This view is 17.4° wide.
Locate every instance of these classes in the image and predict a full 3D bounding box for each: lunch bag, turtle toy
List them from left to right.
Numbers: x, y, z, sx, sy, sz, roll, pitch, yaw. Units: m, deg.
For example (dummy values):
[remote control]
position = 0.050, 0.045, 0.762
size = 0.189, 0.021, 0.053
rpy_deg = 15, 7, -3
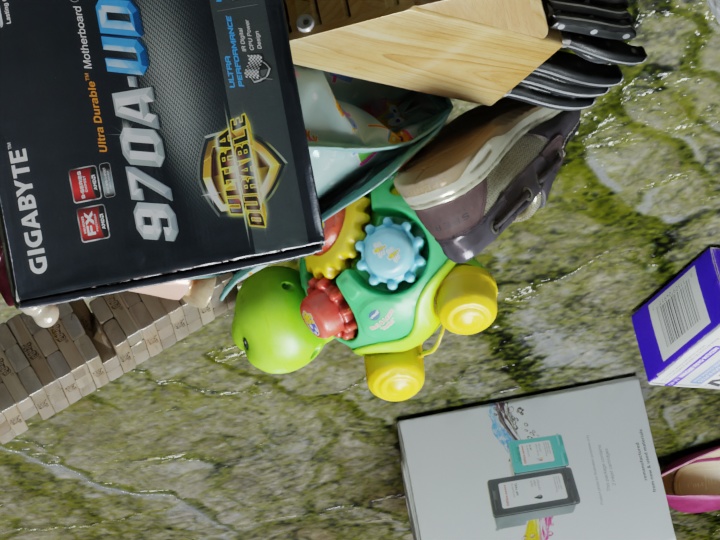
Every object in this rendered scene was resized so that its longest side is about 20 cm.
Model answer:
[lunch bag]
position = -0.066, -0.068, 1.329
size = 0.199, 0.123, 0.170
rpy_deg = 7, 148, -43
[turtle toy]
position = 0.000, 0.000, 1.458
size = 0.101, 0.147, 0.200
rpy_deg = 22, 132, -29

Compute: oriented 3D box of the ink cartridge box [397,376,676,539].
[ink cartridge box]
position = 0.139, 0.195, 1.893
size = 0.198, 0.147, 0.147
rpy_deg = -10, 153, -1

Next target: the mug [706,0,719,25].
[mug]
position = 0.237, -0.163, 1.196
size = 0.146, 0.177, 0.200
rpy_deg = -11, 154, 1

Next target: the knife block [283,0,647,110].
[knife block]
position = 0.056, -0.133, 1.310
size = 0.198, 0.064, 0.176
rpy_deg = -14, 153, 5

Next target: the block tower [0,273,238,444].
[block tower]
position = -0.166, 0.036, 1.492
size = 0.199, 0.054, 0.058
rpy_deg = -31, 162, -10

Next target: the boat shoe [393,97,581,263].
[boat shoe]
position = 0.081, -0.058, 1.367
size = 0.071, 0.065, 0.200
rpy_deg = -13, -167, 27

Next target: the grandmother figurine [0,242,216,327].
[grandmother figurine]
position = -0.181, -0.026, 1.411
size = 0.199, 0.122, 0.060
rpy_deg = 16, 180, -24

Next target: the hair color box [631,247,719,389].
[hair color box]
position = 0.316, 0.042, 1.757
size = 0.199, 0.065, 0.109
rpy_deg = 3, 150, -30

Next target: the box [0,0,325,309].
[box]
position = -0.112, -0.093, 1.167
size = 0.158, 0.202, 0.046
rpy_deg = -10, -177, -11

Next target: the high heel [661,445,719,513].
[high heel]
position = 0.344, 0.163, 2.002
size = 0.199, 0.068, 0.096
rpy_deg = -17, 167, 41
